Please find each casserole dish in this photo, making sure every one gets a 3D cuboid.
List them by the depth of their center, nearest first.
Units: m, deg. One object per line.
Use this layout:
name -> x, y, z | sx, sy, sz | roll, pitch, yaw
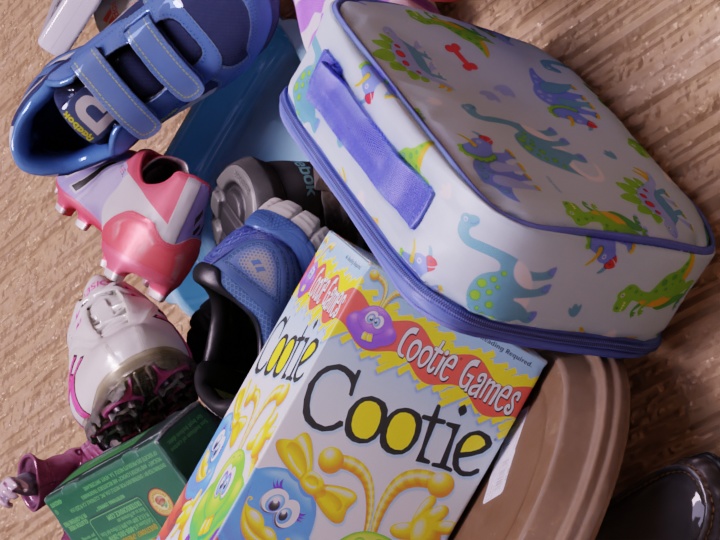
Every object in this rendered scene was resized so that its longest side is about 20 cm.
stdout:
casserole dish -> -0.065, -0.060, 1.293 | 0.200, 0.039, 0.121 | -56, 45, 31

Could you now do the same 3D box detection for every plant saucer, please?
plant saucer -> 0.060, 0.119, 1.027 | 0.201, 0.029, 0.200 | -55, 14, 21

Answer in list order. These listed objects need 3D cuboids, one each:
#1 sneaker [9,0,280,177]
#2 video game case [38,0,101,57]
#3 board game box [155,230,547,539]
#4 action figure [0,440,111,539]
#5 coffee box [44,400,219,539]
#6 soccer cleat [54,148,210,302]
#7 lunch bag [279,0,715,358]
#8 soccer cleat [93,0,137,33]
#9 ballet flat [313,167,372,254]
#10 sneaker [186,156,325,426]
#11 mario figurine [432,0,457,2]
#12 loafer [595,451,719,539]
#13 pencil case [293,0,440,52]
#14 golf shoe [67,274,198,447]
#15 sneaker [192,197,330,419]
sneaker -> -0.126, -0.112, 1.235 | 0.200, 0.082, 0.074 | -33, 103, 35
video game case -> -0.131, -0.245, 1.338 | 0.200, 0.023, 0.183 | -53, 16, 23
board game box -> -0.012, 0.098, 1.049 | 0.201, 0.104, 0.103 | -61, 14, 2
action figure -> -0.149, 0.163, 1.342 | 0.149, 0.133, 0.201 | 78, -161, -69
coffee box -> -0.074, 0.177, 1.171 | 0.123, 0.044, 0.201 | -30, 97, 46
soccer cleat -> -0.131, -0.045, 1.279 | 0.077, 0.066, 0.200 | -59, 23, 7
lunch bag -> 0.058, -0.046, 1.029 | 0.083, 0.160, 0.200 | -61, 43, 25
soccer cleat -> -0.119, -0.163, 1.313 | 0.200, 0.077, 0.070 | 129, 136, -57
ballet flat -> 0.000, 0.000, 1.169 | 0.067, 0.046, 0.201 | 31, 130, 40
sneaker -> -0.047, 0.019, 1.232 | 0.076, 0.079, 0.201 | 55, 145, 36
mario figurine -> 0.066, -0.189, 1.083 | 0.199, 0.123, 0.107 | 6, 101, 48
loafer -> 0.103, 0.159, 1.006 | 0.200, 0.072, 0.073 | -55, 45, 31
pencil case -> -0.019, -0.188, 1.217 | 0.085, 0.084, 0.201 | -44, 52, 36
golf shoe -> -0.138, 0.047, 1.210 | 0.092, 0.072, 0.200 | 61, 171, 3
sneaker -> -0.046, 0.066, 1.144 | 0.078, 0.089, 0.201 | 16, 128, 51
